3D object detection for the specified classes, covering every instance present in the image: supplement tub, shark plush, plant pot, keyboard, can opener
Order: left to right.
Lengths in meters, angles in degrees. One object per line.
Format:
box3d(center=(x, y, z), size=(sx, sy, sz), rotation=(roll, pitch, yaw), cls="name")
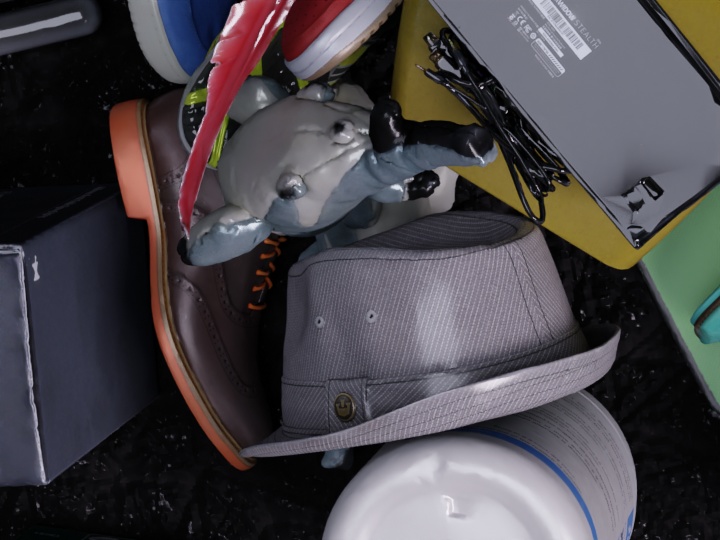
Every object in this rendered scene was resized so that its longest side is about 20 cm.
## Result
box3d(center=(-0.235, -0.128, 1.535), size=(0.199, 0.067, 0.054), rotation=(-13, 95, 1), cls="can opener")
box3d(center=(-0.002, -0.055, 1.327), size=(0.200, 0.083, 0.091), rotation=(-27, 51, 50), cls="shark plush")
box3d(center=(0.000, 0.000, 1.508), size=(0.083, 0.091, 0.201), rotation=(12, 118, 35), cls="shark plush")
box3d(center=(0.062, 0.126, 1.425), size=(0.132, 0.200, 0.132), rotation=(2, 99, 13), cls="supplement tub")
box3d(center=(0.080, -0.103, 1.295), size=(0.104, 0.040, 0.200), rotation=(-38, 95, 14), cls="keyboard")
box3d(center=(0.125, -0.120, 1.383), size=(0.200, 0.200, 0.177), rotation=(31, 116, 9), cls="plant pot")

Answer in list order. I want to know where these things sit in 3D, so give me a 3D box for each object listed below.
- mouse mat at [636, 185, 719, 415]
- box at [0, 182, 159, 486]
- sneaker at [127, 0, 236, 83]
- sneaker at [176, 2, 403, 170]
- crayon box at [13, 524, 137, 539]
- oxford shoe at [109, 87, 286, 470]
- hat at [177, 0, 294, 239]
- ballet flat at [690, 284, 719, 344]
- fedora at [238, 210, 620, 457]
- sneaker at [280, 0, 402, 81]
box3d(center=(0.233, -0.034, 1.462), size=(0.200, 0.008, 0.161), rotation=(-27, 92, 15), cls="mouse mat")
box3d(center=(-0.225, 0.031, 1.474), size=(0.196, 0.200, 0.124), rotation=(-4, 99, 14), cls="box")
box3d(center=(-0.053, -0.192, 1.464), size=(0.111, 0.077, 0.201), rotation=(5, 93, 21), cls="sneaker")
box3d(center=(-0.024, -0.133, 1.460), size=(0.200, 0.076, 0.075), rotation=(-45, 103, -12), cls="sneaker")
box3d(center=(-0.131, 0.245, 1.563), size=(0.125, 0.052, 0.201), rotation=(8, 99, 11), cls="crayon box")
box3d(center=(-0.070, 0.003, 1.504), size=(0.072, 0.071, 0.201), rotation=(-15, 95, 9), cls="oxford shoe")
box3d(center=(-0.017, -0.155, 1.324), size=(0.199, 0.166, 0.176), rotation=(-18, 116, 6), cls="hat")
box3d(center=(0.246, -0.024, 1.421), size=(0.070, 0.067, 0.200), rotation=(42, 104, 9), cls="ballet flat")
box3d(center=(0.024, 0.024, 1.384), size=(0.200, 0.177, 0.091), rotation=(-9, 97, 53), cls="fedora")
box3d(center=(-0.010, -0.193, 1.384), size=(0.112, 0.071, 0.200), rotation=(41, 62, -22), cls="sneaker")
